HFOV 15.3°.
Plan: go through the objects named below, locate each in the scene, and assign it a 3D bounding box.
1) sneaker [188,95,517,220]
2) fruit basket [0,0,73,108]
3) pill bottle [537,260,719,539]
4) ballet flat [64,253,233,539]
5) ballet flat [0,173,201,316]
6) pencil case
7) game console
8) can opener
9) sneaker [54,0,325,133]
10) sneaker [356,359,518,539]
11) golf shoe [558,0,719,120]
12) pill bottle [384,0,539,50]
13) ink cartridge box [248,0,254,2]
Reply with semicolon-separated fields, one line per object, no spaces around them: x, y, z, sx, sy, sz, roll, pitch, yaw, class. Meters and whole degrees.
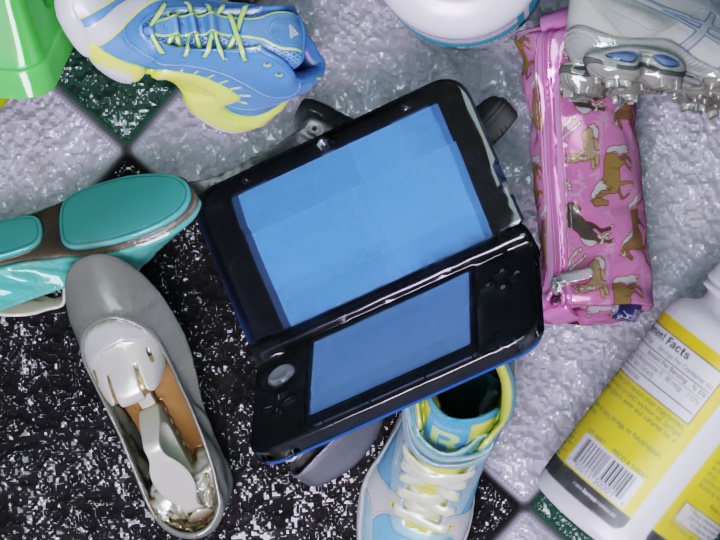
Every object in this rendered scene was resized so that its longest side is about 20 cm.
-0.004;-0.075;1.738;0.200;0.060;0.104;-38;91;11;sneaker
-0.244;-0.157;1.706;0.155;0.216;0.217;3;92;10;fruit basket
0.214;0.091;1.703;0.114;0.114;0.200;38;93;2;pill bottle
-0.134;0.083;1.719;0.067;0.064;0.201;-18;112;12;ballet flat
-0.192;-0.011;1.756;0.199;0.071;0.068;-14;45;8;ballet flat
0.142;-0.065;1.716;0.082;0.087;0.201;-2;88;-9;pencil case
0.000;0.000;1.662;0.199;0.171;0.119;-25;117;15;game console
0.012;0.051;1.756;0.067;0.053;0.200;38;94;-30;can opener
-0.098;-0.154;1.679;0.105;0.200;0.076;-20;63;31;sneaker
0.044;0.126;1.707;0.079;0.131;0.201;16;93;2;sneaker
0.210;-0.149;1.679;0.199;0.078;0.098;7;77;-40;golf shoe
0.062;-0.196;1.662;0.110;0.200;0.111;0;91;3;pill bottle
-0.078;-0.271;1.707;0.125;0.129;0.200;-42;89;4;ink cartridge box
